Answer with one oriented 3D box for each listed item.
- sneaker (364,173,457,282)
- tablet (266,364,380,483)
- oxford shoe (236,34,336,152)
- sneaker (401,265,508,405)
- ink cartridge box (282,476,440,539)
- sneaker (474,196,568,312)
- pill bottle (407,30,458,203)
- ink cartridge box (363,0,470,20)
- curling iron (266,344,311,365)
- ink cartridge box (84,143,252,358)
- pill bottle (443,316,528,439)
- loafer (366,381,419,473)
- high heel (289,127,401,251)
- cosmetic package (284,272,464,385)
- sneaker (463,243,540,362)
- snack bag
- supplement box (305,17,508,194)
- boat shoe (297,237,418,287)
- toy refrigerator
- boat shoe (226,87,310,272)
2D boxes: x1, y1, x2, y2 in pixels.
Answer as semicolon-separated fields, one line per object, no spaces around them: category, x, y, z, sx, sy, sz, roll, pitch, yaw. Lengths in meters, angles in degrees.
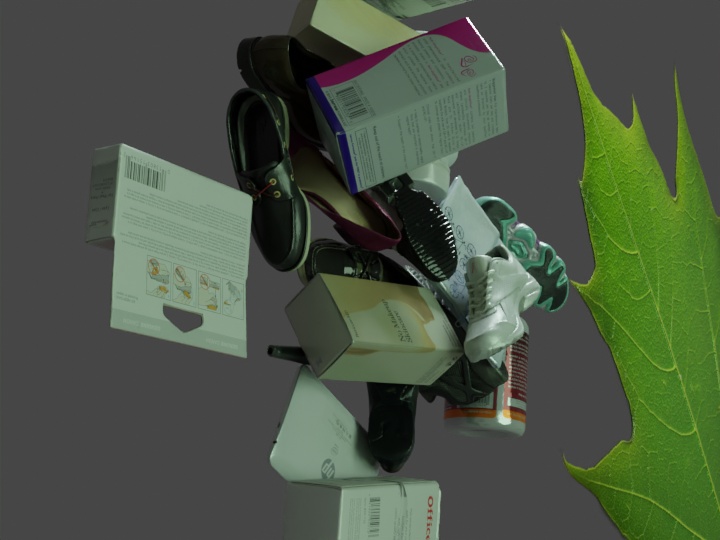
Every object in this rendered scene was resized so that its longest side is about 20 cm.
sneaker;0.040;-0.061;1.484;0.074;0.089;0.201;-23;73;-41
tablet;-0.037;0.216;1.446;0.200;0.014;0.131;50;46;-40
oxford shoe;-0.054;-0.199;1.420;0.200;0.084;0.073;39;52;-49
sneaker;0.090;0.094;1.604;0.200;0.114;0.076;51;13;-2
ink cartridge box;0.002;0.313;1.411;0.199;0.082;0.148;11;81;-53
sneaker;0.211;-0.030;1.768;0.078;0.140;0.200;-39;105;-8
pill bottle;0.073;-0.193;1.584;0.113;0.112;0.202;27;64;-52
ink cartridge box;0.035;-0.370;1.475;0.145;0.199;0.084;24;63;-52
curling iron;-0.048;0.092;1.438;0.199;0.025;0.050;0;76;-56
ink cartridge box;-0.187;-0.012;1.223;0.200;0.044;0.178;20;67;-54
pill bottle;0.174;0.124;1.689;0.113;0.112;0.202;26;65;-52
loafer;0.039;0.153;1.536;0.072;0.072;0.201;90;8;-59
high heel;-0.033;-0.100;1.395;0.200;0.096;0.068;42;70;-26
cosmetic package;0.019;0.071;1.438;0.199;0.071;0.106;7;45;-48
sneaker;0.152;0.035;1.501;0.100;0.078;0.200;56;29;-14
snack bag;0.151;0.003;1.585;0.200;0.021;0.189;54;38;-19
supplement box;0.054;-0.184;1.373;0.104;0.199;0.102;75;-10;-51
boat shoe;0.000;0.000;1.486;0.199;0.064;0.074;11;77;-55
toy refrigerator;0.018;-0.261;1.464;0.199;0.076;0.070;26;69;-21
boat shoe;-0.103;-0.097;1.333;0.063;0.073;0.203;6;74;-68
